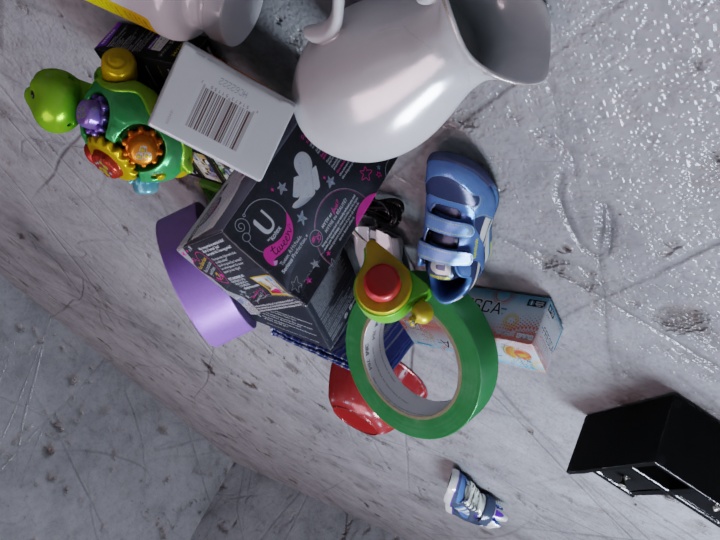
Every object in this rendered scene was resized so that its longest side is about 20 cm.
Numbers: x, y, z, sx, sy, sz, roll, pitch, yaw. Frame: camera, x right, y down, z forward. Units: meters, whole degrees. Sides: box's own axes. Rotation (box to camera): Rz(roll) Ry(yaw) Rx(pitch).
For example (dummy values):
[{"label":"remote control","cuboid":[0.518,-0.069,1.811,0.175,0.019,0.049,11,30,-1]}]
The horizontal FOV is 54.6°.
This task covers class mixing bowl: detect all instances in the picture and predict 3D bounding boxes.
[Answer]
[{"label":"mixing bowl","cuboid":[0.015,0.232,1.288,0.197,0.109,0.201,24,154,12]}]

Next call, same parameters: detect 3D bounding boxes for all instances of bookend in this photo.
[{"label":"bookend","cuboid":[0.416,0.269,0.921,0.197,0.093,0.200,33,156,-4]}]

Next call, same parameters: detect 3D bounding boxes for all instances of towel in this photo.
[{"label":"towel","cuboid":[-0.017,0.084,1.026,0.197,0.145,0.024,20,127,23]}]

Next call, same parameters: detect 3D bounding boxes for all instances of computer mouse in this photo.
[{"label":"computer mouse","cuboid":[0.023,-0.024,0.883,0.108,0.044,0.201,16,151,28]}]

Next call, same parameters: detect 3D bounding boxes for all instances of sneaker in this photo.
[{"label":"sneaker","cuboid":[0.098,-0.039,0.727,0.073,0.083,0.201,20,152,26]},{"label":"sneaker","cuboid":[0.268,0.523,1.585,0.144,0.082,0.201,13,147,17]}]

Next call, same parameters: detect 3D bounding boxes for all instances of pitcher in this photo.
[{"label":"pitcher","cuboid":[0.016,-0.169,0.527,0.170,0.123,0.198,30,153,-32]}]

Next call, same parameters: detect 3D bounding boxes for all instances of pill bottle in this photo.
[{"label":"pill bottle","cuboid":[-0.184,-0.266,0.600,0.197,0.105,0.105,27,155,9]}]

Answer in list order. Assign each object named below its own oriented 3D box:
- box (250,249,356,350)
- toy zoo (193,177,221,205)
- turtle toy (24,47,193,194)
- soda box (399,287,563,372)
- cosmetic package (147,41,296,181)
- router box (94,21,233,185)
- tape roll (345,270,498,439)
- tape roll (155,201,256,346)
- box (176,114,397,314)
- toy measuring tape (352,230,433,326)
[{"label":"box","cuboid":[-0.100,-0.004,0.937,0.146,0.105,0.201,18,151,27]},{"label":"toy zoo","cuboid":[-0.138,-0.069,1.011,0.197,0.021,0.132,19,152,24]},{"label":"turtle toy","cuboid":[-0.271,-0.161,0.771,0.198,0.102,0.146,34,155,1]},{"label":"soda box","cuboid":[0.147,0.066,0.879,0.197,0.069,0.064,9,148,40]},{"label":"cosmetic package","cuboid":[-0.127,-0.149,0.630,0.100,0.072,0.200,25,-171,-20]},{"label":"router box","cuboid":[-0.203,-0.188,0.827,0.147,0.051,0.201,19,152,29]},{"label":"tape roll","cuboid":[0.071,0.104,0.859,0.198,0.048,0.205,12,111,35]},{"label":"tape roll","cuboid":[-0.222,0.005,1.017,0.200,0.065,0.203,-25,-89,-90]},{"label":"box","cuboid":[-0.077,-0.072,0.721,0.115,0.202,0.131,43,152,-23]},{"label":"toy measuring tape","cuboid":[0.000,0.000,0.793,0.199,0.073,0.074,40,160,21]}]
